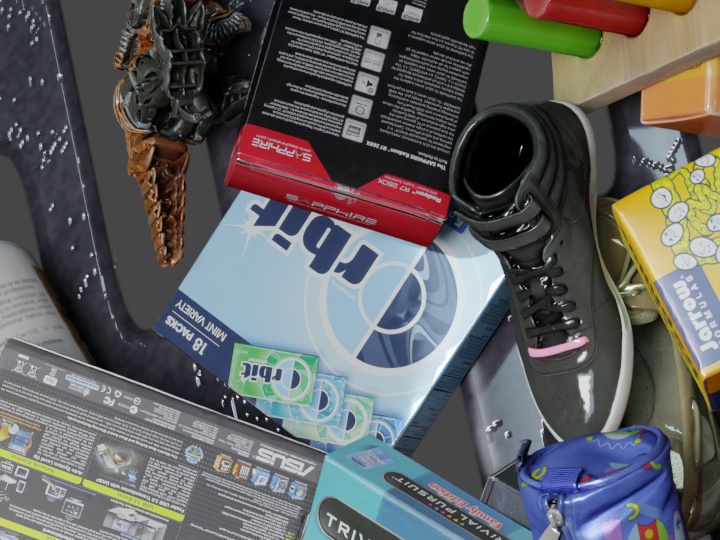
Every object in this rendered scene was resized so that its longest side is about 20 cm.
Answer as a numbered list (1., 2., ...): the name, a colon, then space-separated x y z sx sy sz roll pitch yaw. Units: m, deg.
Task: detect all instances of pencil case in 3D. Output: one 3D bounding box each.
1. pencil case: 0.136 0.180 1.510 0.078 0.087 0.201 -1 106 43

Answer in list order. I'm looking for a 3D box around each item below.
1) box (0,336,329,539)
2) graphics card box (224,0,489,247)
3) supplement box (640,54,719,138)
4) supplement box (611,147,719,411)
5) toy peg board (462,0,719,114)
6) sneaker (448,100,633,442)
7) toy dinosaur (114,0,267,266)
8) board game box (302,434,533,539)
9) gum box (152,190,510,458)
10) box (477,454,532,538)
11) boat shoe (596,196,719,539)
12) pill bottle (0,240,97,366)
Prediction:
1. box: -0.135 0.147 1.650 0.199 0.044 0.161 20 74 -4
2. graphics card box: 0.007 -0.124 1.658 0.125 0.051 0.201 16 67 -5
3. supplement box: 0.202 -0.178 1.631 0.069 0.066 0.201 -3 82 57
4. supplement box: 0.248 -0.024 1.560 0.199 0.110 0.109 -28 75 3
5. toy peg board: 0.135 -0.211 1.592 0.199 0.097 0.201 -22 66 54
6. sneaker: 0.093 -0.001 1.592 0.070 0.099 0.201 -13 78 30
7. toy dinosaur: -0.101 -0.109 1.733 0.136 0.102 0.201 -17 88 57
8. board game box: 0.027 0.215 1.615 0.151 0.047 0.201 29 119 28
9. gum box: 0.000 0.000 1.710 0.170 0.045 0.201 35 96 21
10. box: 0.140 0.217 1.600 0.199 0.043 0.161 30 119 21
11. boat shoe: 0.154 0.052 1.633 0.073 0.063 0.202 -17 78 19
12. pill bottle: -0.230 0.045 1.757 0.114 0.114 0.201 -36 73 14
